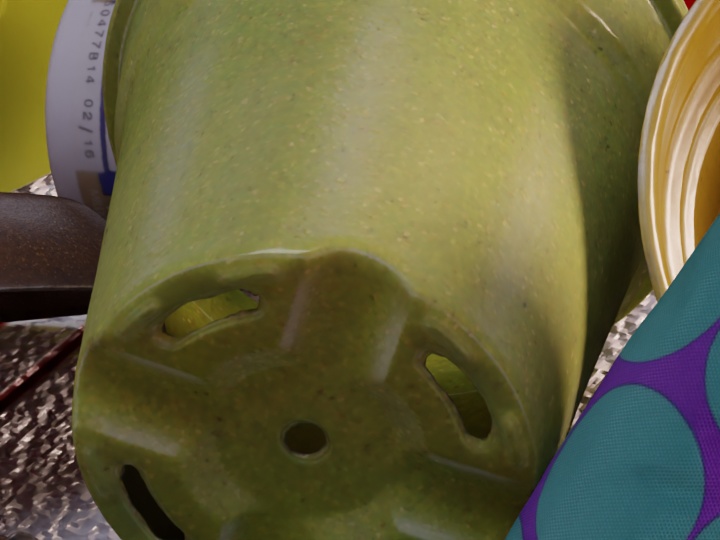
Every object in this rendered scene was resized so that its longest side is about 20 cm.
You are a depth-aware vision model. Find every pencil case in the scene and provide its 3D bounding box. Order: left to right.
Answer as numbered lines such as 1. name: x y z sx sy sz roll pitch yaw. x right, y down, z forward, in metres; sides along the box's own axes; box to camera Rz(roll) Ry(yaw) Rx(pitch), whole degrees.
1. pencil case: 0.101 0.057 0.735 0.092 0.085 0.200 35 98 19

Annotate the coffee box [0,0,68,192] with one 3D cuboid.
1. coffee box: -0.208 -0.145 1.122 0.199 0.201 0.198 -27 36 -17

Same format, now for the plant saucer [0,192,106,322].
1. plant saucer: -0.164 -0.002 0.943 0.199 0.037 0.200 -3 -3 0

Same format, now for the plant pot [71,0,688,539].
1. plant pot: 0.000 0.000 0.826 0.199 0.201 0.185 -5 32 14

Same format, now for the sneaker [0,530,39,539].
1. sneaker: -0.107 0.104 0.845 0.199 0.071 0.076 -1 35 19

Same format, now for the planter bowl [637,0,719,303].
1. planter bowl: 0.166 -0.006 0.847 0.200 0.201 0.083 -27 -6 -18

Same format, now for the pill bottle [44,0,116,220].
1. pill bottle: 0.002 -0.054 0.984 0.199 0.120 0.120 3 38 26
